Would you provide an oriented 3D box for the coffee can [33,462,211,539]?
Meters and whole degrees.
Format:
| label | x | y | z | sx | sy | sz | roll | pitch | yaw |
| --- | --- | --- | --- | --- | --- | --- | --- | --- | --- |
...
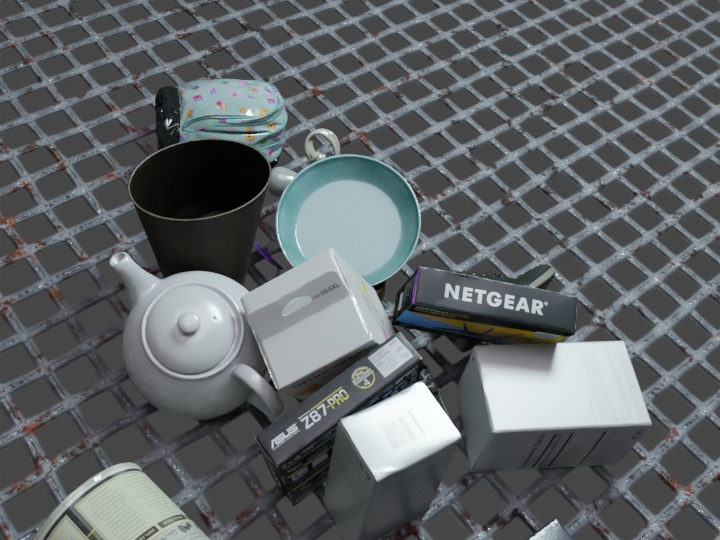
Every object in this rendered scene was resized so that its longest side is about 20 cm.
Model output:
| label | x | y | z | sx | sy | sz | roll | pitch | yaw |
| --- | --- | --- | --- | --- | --- | --- | --- | --- | --- |
| coffee can | -0.216 | 0.317 | 0.857 | 0.200 | 0.147 | 0.146 | 38 | 56 | 20 |

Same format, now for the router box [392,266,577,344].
| label | x | y | z | sx | sy | sz | roll | pitch | yaw |
| --- | --- | --- | --- | --- | --- | --- | --- | --- | --- |
| router box | 0.150 | 0.051 | 1.053 | 0.199 | 0.149 | 0.051 | 10 | 75 | -5 |

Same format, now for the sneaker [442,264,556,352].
| label | x | y | z | sx | sy | sz | roll | pitch | yaw |
| --- | --- | --- | --- | --- | --- | --- | --- | --- | --- |
| sneaker | 0.182 | 0.022 | 1.194 | 0.200 | 0.075 | 0.106 | -30 | 64 | -26 |

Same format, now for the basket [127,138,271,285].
| label | x | y | z | sx | sy | sz | roll | pitch | yaw |
| --- | --- | --- | --- | --- | --- | --- | --- | --- | --- |
| basket | -0.209 | -0.052 | 1.114 | 0.180 | 0.200 | 0.136 | -18 | 56 | -22 |

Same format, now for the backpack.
| label | x | y | z | sx | sy | sz | roll | pitch | yaw |
| --- | --- | --- | --- | --- | --- | --- | --- | --- | --- |
| backpack | -0.213 | -0.222 | 1.296 | 0.199 | 0.127 | 0.167 | -2 | 49 | -14 |

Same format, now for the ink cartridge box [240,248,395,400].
| label | x | y | z | sx | sy | sz | roll | pitch | yaw |
| --- | --- | --- | --- | --- | --- | --- | --- | --- | --- |
| ink cartridge box | -0.042 | 0.075 | 1.009 | 0.128 | 0.200 | 0.126 | -29 | 67 | 8 |

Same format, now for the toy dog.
| label | x | y | z | sx | sy | sz | roll | pitch | yaw |
| --- | --- | --- | --- | --- | --- | --- | --- | --- | --- |
| toy dog | -0.036 | -0.112 | 1.251 | 0.200 | 0.096 | 0.132 | 39 | 93 | -13 |

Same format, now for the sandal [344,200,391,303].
| label | x | y | z | sx | sy | sz | roll | pitch | yaw |
| --- | --- | --- | --- | --- | --- | --- | --- | --- | --- |
| sandal | 0.000 | 0.000 | 1.187 | 0.080 | 0.054 | 0.201 | 12 | 72 | 1 |

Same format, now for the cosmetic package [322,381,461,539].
| label | x | y | z | sx | sy | sz | roll | pitch | yaw |
| --- | --- | --- | --- | --- | --- | --- | --- | --- | --- |
| cosmetic package | 0.029 | 0.223 | 0.935 | 0.112 | 0.200 | 0.081 | -21 | 59 | -26 |

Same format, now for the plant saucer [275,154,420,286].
| label | x | y | z | sx | sy | sz | roll | pitch | yaw |
| --- | --- | --- | --- | --- | --- | --- | --- | --- | --- |
| plant saucer | -0.017 | -0.063 | 1.160 | 0.199 | 0.036 | 0.201 | 0 | 70 | 1 |

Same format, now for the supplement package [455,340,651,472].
| label | x | y | z | sx | sy | sz | roll | pitch | yaw |
| --- | --- | --- | --- | --- | --- | --- | --- | --- | --- |
| supplement package | 0.235 | 0.171 | 1.057 | 0.199 | 0.120 | 0.122 | 0 | 54 | -9 |

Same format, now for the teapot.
| label | x | y | z | sx | sy | sz | roll | pitch | yaw |
| --- | --- | --- | --- | --- | --- | --- | --- | --- | --- |
| teapot | -0.196 | 0.084 | 1.018 | 0.199 | 0.146 | 0.198 | -2 | 72 | -8 |

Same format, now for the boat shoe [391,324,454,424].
| label | x | y | z | sx | sy | sz | roll | pitch | yaw |
| --- | --- | --- | --- | --- | --- | --- | --- | --- | --- |
| boat shoe | 0.061 | 0.148 | 1.086 | 0.073 | 0.062 | 0.200 | -20 | 58 | -23 |

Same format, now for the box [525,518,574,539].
| label | x | y | z | sx | sy | sz | roll | pitch | yaw |
| --- | --- | --- | --- | --- | --- | --- | --- | --- | --- |
| box | 0.193 | 0.404 | 0.878 | 0.182 | 0.104 | 0.200 | -27 | 60 | -25 |

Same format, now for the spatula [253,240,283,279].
| label | x | y | z | sx | sy | sz | roll | pitch | yaw |
| --- | --- | --- | --- | --- | --- | --- | --- | --- | --- |
| spatula | -0.108 | 0.029 | 1.172 | 0.021 | 0.057 | 0.201 | -33 | 66 | 9 |

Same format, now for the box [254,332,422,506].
| label | x | y | z | sx | sy | sz | roll | pitch | yaw |
| --- | --- | --- | --- | --- | --- | --- | --- | --- | --- |
| box | -0.018 | 0.174 | 0.967 | 0.200 | 0.161 | 0.049 | -36 | 63 | -15 |
